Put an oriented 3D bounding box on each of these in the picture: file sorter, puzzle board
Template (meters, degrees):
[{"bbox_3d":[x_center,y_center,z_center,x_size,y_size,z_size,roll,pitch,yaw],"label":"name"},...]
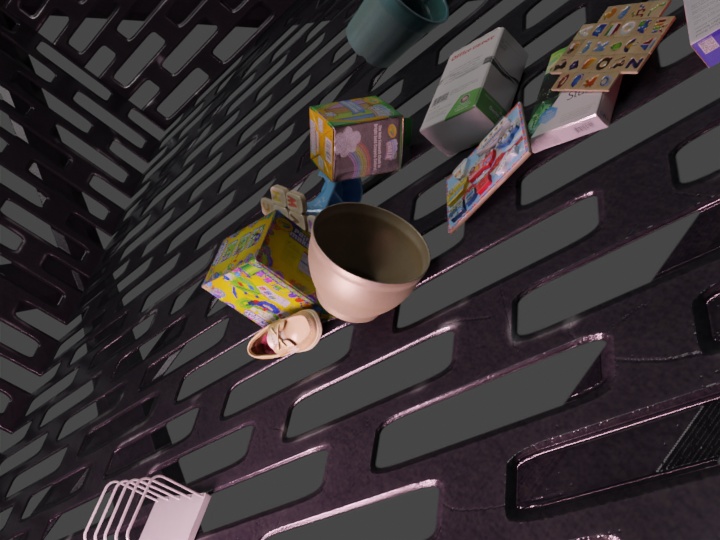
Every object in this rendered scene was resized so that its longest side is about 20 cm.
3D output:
[{"bbox_3d":[-0.396,0.458,1.434,0.200,0.124,0.139,-21,41,46],"label":"file sorter"},{"bbox_3d":[0.205,-0.172,1.302,0.200,0.017,0.151,-47,25,35],"label":"puzzle board"}]

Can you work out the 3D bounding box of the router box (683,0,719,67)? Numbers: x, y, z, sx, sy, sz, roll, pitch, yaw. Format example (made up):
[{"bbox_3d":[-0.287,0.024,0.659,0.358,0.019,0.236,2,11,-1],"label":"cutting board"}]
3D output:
[{"bbox_3d":[0.531,-0.387,1.030,0.200,0.049,0.180,-30,35,39],"label":"router box"}]

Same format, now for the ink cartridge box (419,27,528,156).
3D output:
[{"bbox_3d":[0.211,-0.329,1.443,0.146,0.084,0.200,-15,45,51],"label":"ink cartridge box"}]

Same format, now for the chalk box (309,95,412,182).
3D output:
[{"bbox_3d":[0.010,-0.273,1.592,0.124,0.200,0.125,48,144,49],"label":"chalk box"}]

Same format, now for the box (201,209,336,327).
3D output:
[{"bbox_3d":[-0.158,0.014,1.500,0.192,0.200,0.122,-22,40,45],"label":"box"}]

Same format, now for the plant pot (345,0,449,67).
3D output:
[{"bbox_3d":[0.077,-0.614,1.909,0.196,0.200,0.200,-40,28,41],"label":"plant pot"}]

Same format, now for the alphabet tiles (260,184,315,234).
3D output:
[{"bbox_3d":[-0.136,-0.072,1.585,0.015,0.200,0.195,-29,38,-35],"label":"alphabet tiles"}]

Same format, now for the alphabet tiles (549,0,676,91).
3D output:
[{"bbox_3d":[0.379,-0.341,1.196,0.167,0.006,0.200,-55,27,-3],"label":"alphabet tiles"}]

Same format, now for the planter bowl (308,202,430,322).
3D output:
[{"bbox_3d":[0.000,0.000,1.301,0.200,0.200,0.135,-88,16,-49],"label":"planter bowl"}]

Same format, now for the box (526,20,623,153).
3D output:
[{"bbox_3d":[0.343,-0.288,1.234,0.144,0.036,0.200,-15,44,51],"label":"box"}]

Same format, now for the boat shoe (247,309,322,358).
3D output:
[{"bbox_3d":[-0.145,0.128,1.461,0.200,0.069,0.074,-33,75,48],"label":"boat shoe"}]

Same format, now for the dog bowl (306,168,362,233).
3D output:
[{"bbox_3d":[-0.053,-0.136,1.620,0.049,0.112,0.200,-2,53,35],"label":"dog bowl"}]
